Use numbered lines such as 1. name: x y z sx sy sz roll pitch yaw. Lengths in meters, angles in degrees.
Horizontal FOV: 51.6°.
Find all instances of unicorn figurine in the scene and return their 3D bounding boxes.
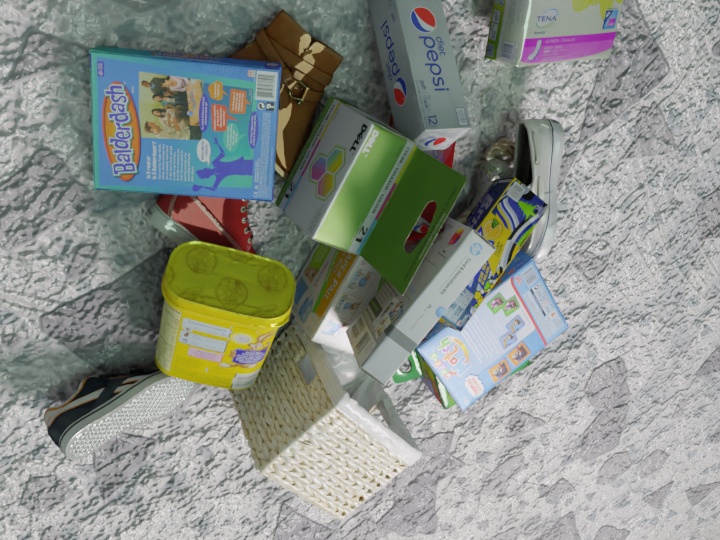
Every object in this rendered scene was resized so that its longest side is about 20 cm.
1. unicorn figurine: 0.198 -0.097 1.095 0.137 0.074 0.200 -4 103 -25

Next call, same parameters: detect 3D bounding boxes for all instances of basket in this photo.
1. basket: -0.052 0.209 1.059 0.161 0.198 0.200 -43 128 6

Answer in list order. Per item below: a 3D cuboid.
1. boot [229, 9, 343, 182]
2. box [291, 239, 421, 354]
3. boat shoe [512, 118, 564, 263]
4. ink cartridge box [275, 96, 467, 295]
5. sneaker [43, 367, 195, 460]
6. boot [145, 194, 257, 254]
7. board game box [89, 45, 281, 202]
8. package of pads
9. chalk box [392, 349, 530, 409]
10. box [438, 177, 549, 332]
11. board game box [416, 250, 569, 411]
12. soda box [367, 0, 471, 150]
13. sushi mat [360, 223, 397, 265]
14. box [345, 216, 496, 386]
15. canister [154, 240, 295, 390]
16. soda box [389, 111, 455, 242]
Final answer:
1. boot: -0.070 -0.194 0.888 0.200 0.074 0.155 34 103 -34
2. box: 0.000 0.000 1.016 0.101 0.112 0.200 21 105 -34
3. boat shoe: 0.233 -0.109 1.029 0.066 0.072 0.200 0 106 -20
4. ink cartridge box: 0.006 -0.088 0.823 0.076 0.200 0.148 19 105 -38
5. sneaker: -0.315 0.166 0.979 0.200 0.079 0.079 -23 136 -44
6. boot: -0.145 -0.063 0.934 0.144 0.072 0.200 -47 124 2
7. board game box: -0.191 -0.160 0.824 0.200 0.045 0.152 4 112 -8
8. package of pads: 0.259 -0.350 0.954 0.200 0.068 0.155 -16 126 -33
9. chalk box: 0.138 0.115 1.144 0.200 0.124 0.125 -27 125 -11
10. box: 0.152 -0.023 0.961 0.064 0.070 0.200 38 85 -13
11. board game box: 0.186 0.088 1.056 0.200 0.037 0.151 -38 124 -3
12. soda box: 0.067 -0.244 0.870 0.063 0.068 0.200 -8 79 -23
13. sushi mat: 0.003 -0.088 0.911 0.012 0.200 0.096 27 102 -38
14. box: 0.065 0.028 0.897 0.041 0.156 0.200 37 94 -12
15. canister: -0.174 0.064 0.915 0.148 0.087 0.200 14 143 -11
16. soda box: 0.072 -0.139 0.931 0.063 0.070 0.200 30 60 -36
